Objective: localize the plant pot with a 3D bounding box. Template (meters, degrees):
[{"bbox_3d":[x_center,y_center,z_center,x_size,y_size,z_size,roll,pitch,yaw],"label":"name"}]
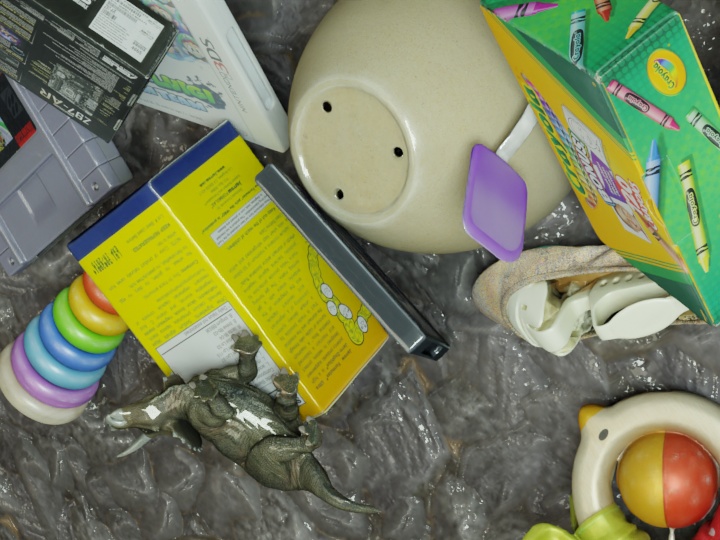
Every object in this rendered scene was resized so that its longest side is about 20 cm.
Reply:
[{"bbox_3d":[0.029,-0.094,0.980,0.199,0.134,0.202,15,118,30],"label":"plant pot"}]

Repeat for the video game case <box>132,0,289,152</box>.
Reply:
[{"bbox_3d":[-0.156,-0.166,1.081,0.199,0.024,0.182,21,159,27],"label":"video game case"}]

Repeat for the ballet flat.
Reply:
[{"bbox_3d":[0.146,0.018,0.980,0.199,0.068,0.068,-15,125,39],"label":"ballet flat"}]

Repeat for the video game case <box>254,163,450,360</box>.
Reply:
[{"bbox_3d":[0.000,0.000,1.016,0.019,0.200,0.143,-42,81,3],"label":"video game case"}]

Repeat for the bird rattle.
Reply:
[{"bbox_3d":[0.204,0.161,0.993,0.198,0.112,0.165,-3,92,33],"label":"bird rattle"}]

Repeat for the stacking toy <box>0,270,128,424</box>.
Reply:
[{"bbox_3d":[-0.216,0.036,1.251,0.085,0.085,0.200,47,121,8],"label":"stacking toy"}]

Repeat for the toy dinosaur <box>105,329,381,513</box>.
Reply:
[{"bbox_3d":[-0.070,0.107,1.046,0.198,0.077,0.103,23,146,3],"label":"toy dinosaur"}]

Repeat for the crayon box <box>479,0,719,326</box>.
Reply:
[{"bbox_3d":[0.154,-0.074,0.861,0.201,0.058,0.119,56,174,-38],"label":"crayon box"}]

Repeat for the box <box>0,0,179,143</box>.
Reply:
[{"bbox_3d":[-0.232,-0.179,1.057,0.199,0.044,0.160,34,161,-9],"label":"box"}]

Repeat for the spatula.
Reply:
[{"bbox_3d":[0.102,-0.099,0.915,0.020,0.202,0.056,-1,152,48],"label":"spatula"}]

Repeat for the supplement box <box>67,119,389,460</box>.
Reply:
[{"bbox_3d":[-0.094,0.016,1.109,0.108,0.110,0.201,-30,100,40],"label":"supplement box"}]

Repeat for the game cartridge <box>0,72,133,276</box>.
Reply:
[{"bbox_3d":[-0.269,-0.086,1.238,0.130,0.038,0.200,55,139,-3],"label":"game cartridge"}]
